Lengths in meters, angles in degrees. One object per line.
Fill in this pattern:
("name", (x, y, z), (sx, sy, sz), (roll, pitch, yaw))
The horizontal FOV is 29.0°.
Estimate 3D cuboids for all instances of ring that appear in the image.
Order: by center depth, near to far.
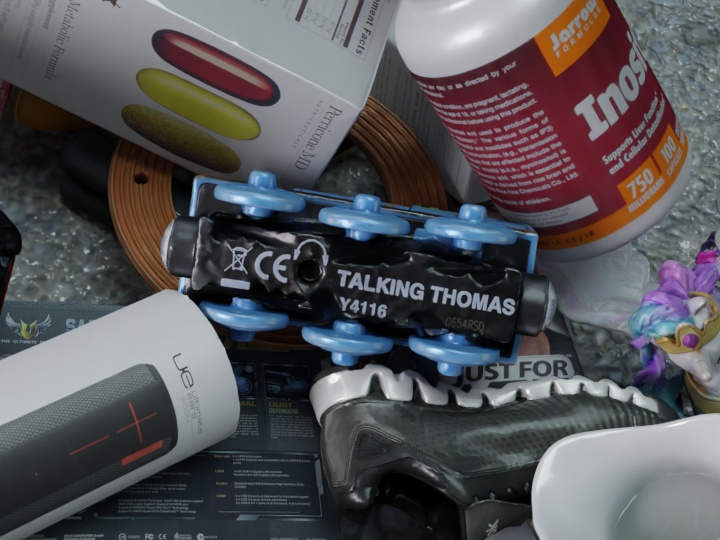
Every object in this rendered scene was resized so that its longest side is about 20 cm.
("ring", (-0.046, -0.039, 0.805), (0.198, 0.019, 0.202), (8, 55, -11))

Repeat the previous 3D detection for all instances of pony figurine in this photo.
("pony figurine", (0.200, 0.028, 0.800), (0.165, 0.200, 0.194), (-23, 45, 19))

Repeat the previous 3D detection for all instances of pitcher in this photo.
("pitcher", (0.193, 0.149, 0.676), (0.170, 0.201, 0.122), (-18, 40, 16))

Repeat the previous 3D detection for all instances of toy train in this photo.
("toy train", (0.000, 0.000, 0.713), (0.197, 0.088, 0.114), (9, 6, 2))

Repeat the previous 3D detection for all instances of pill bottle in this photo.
("pill bottle", (0.089, -0.111, 0.744), (0.201, 0.112, 0.114), (53, 42, -29))

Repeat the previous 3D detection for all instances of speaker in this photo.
("speaker", (-0.156, 0.080, 0.644), (0.199, 0.082, 0.081), (-23, 64, -31))

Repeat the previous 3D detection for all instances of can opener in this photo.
("can opener", (-0.082, -0.027, 0.832), (0.199, 0.054, 0.067), (31, 53, 7))

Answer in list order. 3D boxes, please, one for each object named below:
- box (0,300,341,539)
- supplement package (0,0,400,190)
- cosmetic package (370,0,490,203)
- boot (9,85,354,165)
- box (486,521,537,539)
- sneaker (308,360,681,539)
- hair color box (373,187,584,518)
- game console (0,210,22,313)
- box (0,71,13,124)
("box", (-0.114, 0.095, 0.731), (0.198, 0.051, 0.159), (3, 53, -16))
("supplement package", (-0.092, -0.138, 0.761), (0.198, 0.114, 0.110), (25, 53, -9))
("cosmetic package", (0.050, -0.130, 0.908), (0.101, 0.075, 0.200), (-15, 39, -30))
("boot", (-0.101, -0.096, 0.869), (0.200, 0.071, 0.144), (-28, 66, -38))
("box", (0.033, 0.225, 0.690), (0.198, 0.041, 0.157), (-14, 60, -26))
("sneaker", (0.071, 0.101, 0.708), (0.197, 0.067, 0.091), (5, 56, -7))
("hair color box", (0.068, 0.045, 0.825), (0.099, 0.061, 0.202), (-2, 54, -20))
("game console", (-0.262, -0.037, 0.661), (0.118, 0.174, 0.200), (-6, 37, -45))
("box", (-0.298, -0.141, 0.797), (0.198, 0.100, 0.096), (12, 57, -19))
